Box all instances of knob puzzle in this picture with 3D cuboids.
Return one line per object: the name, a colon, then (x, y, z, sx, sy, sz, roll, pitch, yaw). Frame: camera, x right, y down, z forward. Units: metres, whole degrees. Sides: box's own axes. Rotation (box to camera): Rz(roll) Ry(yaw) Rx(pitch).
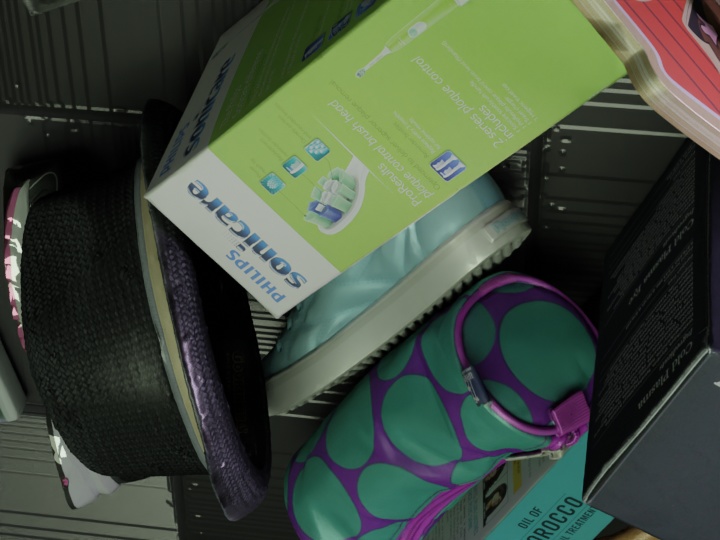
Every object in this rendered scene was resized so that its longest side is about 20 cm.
knob puzzle: (0.132, -0.113, 0.655, 0.030, 0.220, 0.220, -36, 112, 30)

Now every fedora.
fedora: (-0.106, 0.025, 0.800, 0.091, 0.201, 0.201, -13, 123, 4)

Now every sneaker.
sneaker: (-0.135, 0.026, 0.900, 0.086, 0.080, 0.200, -13, 123, -7)
sneaker: (0.000, 0.000, 0.856, 0.200, 0.074, 0.082, -40, 80, 37)

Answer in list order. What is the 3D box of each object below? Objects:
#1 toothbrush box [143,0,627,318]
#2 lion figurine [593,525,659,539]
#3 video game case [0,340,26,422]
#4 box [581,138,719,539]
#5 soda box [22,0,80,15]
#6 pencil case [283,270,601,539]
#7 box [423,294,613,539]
toothbrush box: (0.017, -0.094, 0.725, 0.200, 0.146, 0.086, -34, 113, 29)
lion figurine: (0.188, 0.147, 0.920, 0.122, 0.073, 0.200, -25, 131, 17)
video game case: (-0.301, 0.009, 0.941, 0.181, 0.023, 0.200, -6, 123, 16)
box: (0.214, 0.054, 0.768, 0.200, 0.182, 0.104, 26, 126, -7)
soda box: (-0.066, -0.178, 0.733, 0.200, 0.063, 0.071, -15, 121, 20)
pencil case: (0.038, 0.085, 0.862, 0.085, 0.093, 0.200, -10, 157, -35)
box: (0.094, 0.109, 0.892, 0.049, 0.082, 0.200, 25, 127, -17)
